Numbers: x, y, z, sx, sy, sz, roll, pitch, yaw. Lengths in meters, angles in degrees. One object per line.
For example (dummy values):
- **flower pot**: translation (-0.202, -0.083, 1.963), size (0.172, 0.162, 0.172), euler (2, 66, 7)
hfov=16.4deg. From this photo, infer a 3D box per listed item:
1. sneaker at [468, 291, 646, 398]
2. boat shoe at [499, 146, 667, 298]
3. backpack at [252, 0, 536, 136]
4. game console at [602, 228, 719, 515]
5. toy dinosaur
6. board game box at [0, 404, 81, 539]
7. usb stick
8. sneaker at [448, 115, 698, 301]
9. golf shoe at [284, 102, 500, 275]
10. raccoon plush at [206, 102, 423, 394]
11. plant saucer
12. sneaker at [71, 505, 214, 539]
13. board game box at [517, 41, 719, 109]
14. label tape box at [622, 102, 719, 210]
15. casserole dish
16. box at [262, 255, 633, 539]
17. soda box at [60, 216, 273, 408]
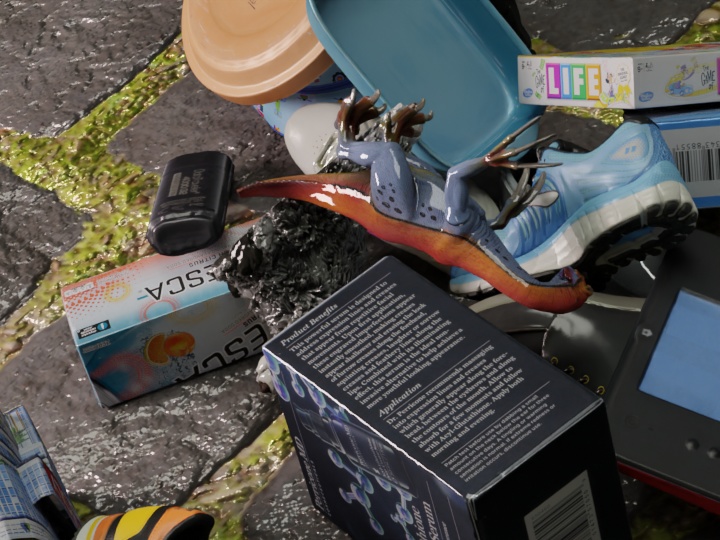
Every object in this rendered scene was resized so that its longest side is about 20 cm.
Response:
- **sneaker**: translation (0.138, 0.072, 1.566), size (0.200, 0.075, 0.106), euler (-2, 42, 14)
- **boat shoe**: translation (0.156, -0.023, 1.669), size (0.070, 0.072, 0.201), euler (-33, 43, -18)
- **backpack**: translation (0.002, -0.190, 1.863), size (0.200, 0.135, 0.183), euler (-29, 41, -10)
- **game console**: translation (0.246, 0.071, 1.516), size (0.177, 0.031, 0.200), euler (24, 50, 5)
- **toy dinosaur**: translation (0.054, -0.026, 1.539), size (0.200, 0.105, 0.182), euler (-36, 62, 18)
- **board game box**: translation (-0.196, 0.169, 1.511), size (0.062, 0.200, 0.200), euler (-26, 56, -8)
- **usb stick**: translation (-0.119, -0.049, 1.761), size (0.055, 0.033, 0.200), euler (-8, 15, 1)
- **sneaker**: translation (0.133, -0.036, 1.603), size (0.200, 0.078, 0.090), euler (-29, 60, 41)
- **golf shoe**: translation (0.008, -0.068, 1.734), size (0.200, 0.091, 0.075), euler (34, 103, 37)
- **raccoon plush**: translation (0.000, 0.000, 1.622), size (0.200, 0.097, 0.134), euler (-42, 89, -1)
- **plant saucer**: translation (-0.060, -0.218, 1.817), size (0.200, 0.032, 0.201), euler (-23, 55, 37)
- **sneaker**: translation (-0.114, 0.229, 1.411), size (0.090, 0.070, 0.200), euler (-16, 69, 31)
- **board game box**: translation (0.226, -0.135, 1.700), size (0.200, 0.034, 0.134), euler (-7, 8, -30)
- **label tape box**: translation (0.253, -0.082, 1.678), size (0.144, 0.063, 0.200), euler (-5, 6, 2)
- **casserole dish**: translation (0.041, -0.150, 1.715), size (0.121, 0.200, 0.039), euler (-41, 2, -30)
- **box**: translation (0.053, 0.110, 1.495), size (0.107, 0.149, 0.200), euler (-35, 44, -21)
- **soda box**: translation (-0.099, 0.021, 1.711), size (0.200, 0.064, 0.068), euler (-20, 41, -3)
